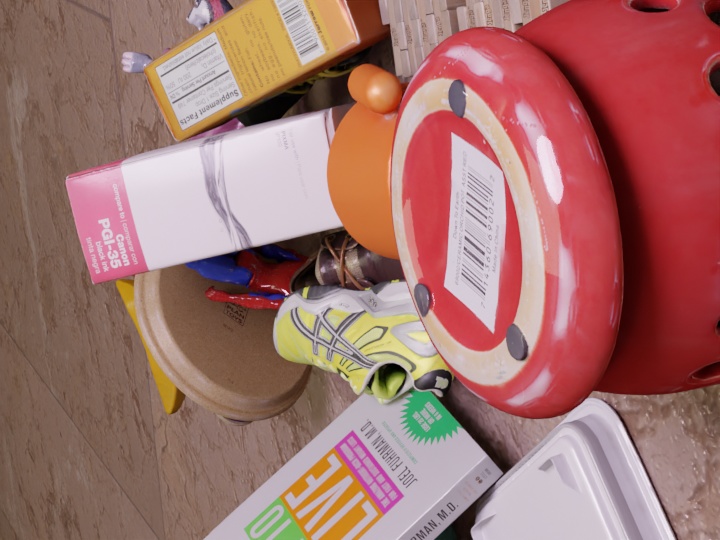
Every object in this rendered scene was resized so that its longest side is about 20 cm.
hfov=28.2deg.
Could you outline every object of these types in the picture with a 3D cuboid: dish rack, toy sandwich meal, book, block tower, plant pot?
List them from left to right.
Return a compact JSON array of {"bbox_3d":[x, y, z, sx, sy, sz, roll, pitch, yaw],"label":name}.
[{"bbox_3d":[-0.129,0.044,1.241,0.070,0.204,0.207,-36,67,40],"label":"toy sandwich meal"},{"bbox_3d":[-0.006,0.173,1.018,0.048,0.200,0.134,48,178,-35],"label":"book"},{"bbox_3d":[0.080,-0.152,0.859,0.199,0.053,0.059,9,109,65],"label":"block tower"},{"bbox_3d":[0.134,0.194,0.920,0.173,0.043,0.200,68,154,21],"label":"dish rack"},{"bbox_3d":[0.120,-0.036,0.680,0.200,0.180,0.203,169,90,-67],"label":"plant pot"}]

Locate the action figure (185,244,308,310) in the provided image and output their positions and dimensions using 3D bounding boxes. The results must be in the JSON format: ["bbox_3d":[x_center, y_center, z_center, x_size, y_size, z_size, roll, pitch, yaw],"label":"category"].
[{"bbox_3d":[-0.106,-0.006,1.195,0.052,0.198,0.066,-50,20,50],"label":"action figure"}]

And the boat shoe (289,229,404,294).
[{"bbox_3d":[0.000,0.000,1.082,0.199,0.071,0.073,-10,93,66],"label":"boat shoe"}]

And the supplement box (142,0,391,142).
[{"bbox_3d":[-0.063,-0.157,1.004,0.199,0.066,0.070,-19,96,42],"label":"supplement box"}]

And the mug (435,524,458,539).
[{"bbox_3d":[-0.004,0.239,1.084,0.151,0.187,0.114,-2,144,45],"label":"mug"}]

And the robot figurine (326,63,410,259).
[{"bbox_3d":[0.051,-0.061,0.889,0.199,0.115,0.146,11,112,63],"label":"robot figurine"}]

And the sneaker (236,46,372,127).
[{"bbox_3d":[-0.041,-0.168,1.062,0.085,0.074,0.201,57,136,25],"label":"sneaker"}]

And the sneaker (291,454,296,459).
[{"bbox_3d":[-0.022,0.243,1.245,0.098,0.070,0.202,108,144,-51],"label":"sneaker"}]

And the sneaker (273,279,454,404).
[{"bbox_3d":[-0.002,0.055,1.042,0.199,0.075,0.077,-12,63,52],"label":"sneaker"}]

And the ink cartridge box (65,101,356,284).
[{"bbox_3d":[-0.094,-0.060,1.055,0.147,0.197,0.084,-42,-61,-76],"label":"ink cartridge box"}]

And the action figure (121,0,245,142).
[{"bbox_3d":[-0.107,-0.140,1.177,0.149,0.132,0.203,22,123,60],"label":"action figure"}]
